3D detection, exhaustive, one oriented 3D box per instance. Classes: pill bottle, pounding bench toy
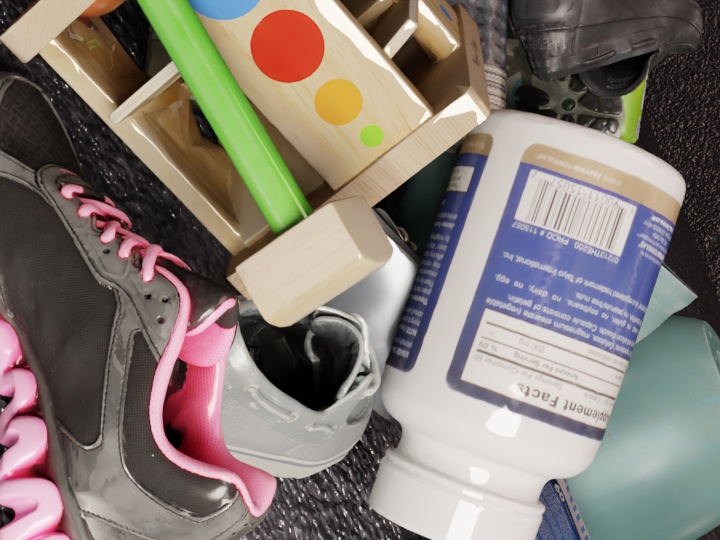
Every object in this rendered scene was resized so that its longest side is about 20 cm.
[{"bbox_3d":[0.075,0.033,0.620,0.111,0.111,0.200,23,86,-63],"label":"pill bottle"},{"bbox_3d":[-0.047,-0.087,0.486,0.156,0.124,0.200,47,20,-19],"label":"pounding bench toy"}]

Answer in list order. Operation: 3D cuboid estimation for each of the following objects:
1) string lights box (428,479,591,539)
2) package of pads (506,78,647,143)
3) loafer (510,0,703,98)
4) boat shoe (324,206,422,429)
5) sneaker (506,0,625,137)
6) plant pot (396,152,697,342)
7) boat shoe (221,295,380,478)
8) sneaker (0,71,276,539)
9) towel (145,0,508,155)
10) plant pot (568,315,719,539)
[{"bbox_3d":[0.094,0.186,0.747,0.103,0.059,0.200,67,19,5],"label":"string lights box"},{"bbox_3d":[0.117,-0.185,0.936,0.068,0.200,0.155,-73,173,-81],"label":"package of pads"},{"bbox_3d":[0.153,-0.140,0.777,0.200,0.068,0.071,-7,97,-53],"label":"loafer"},{"bbox_3d":[-0.002,0.001,0.704,0.199,0.074,0.068,49,11,-5],"label":"boat shoe"},{"bbox_3d":[0.105,-0.146,0.872,0.200,0.078,0.086,57,8,18],"label":"sneaker"},{"bbox_3d":[0.099,-0.006,0.835,0.200,0.134,0.200,41,11,-10],"label":"plant pot"},{"bbox_3d":[-0.027,0.050,0.572,0.201,0.071,0.070,16,52,-66],"label":"boat shoe"},{"bbox_3d":[-0.085,0.013,0.436,0.079,0.095,0.200,15,52,-64],"label":"sneaker"},{"bbox_3d":[-0.015,-0.156,0.692,0.035,0.200,0.193,128,-31,-64],"label":"towel"},{"bbox_3d":[0.223,0.126,1.005,0.201,0.161,0.201,53,22,-32],"label":"plant pot"}]
